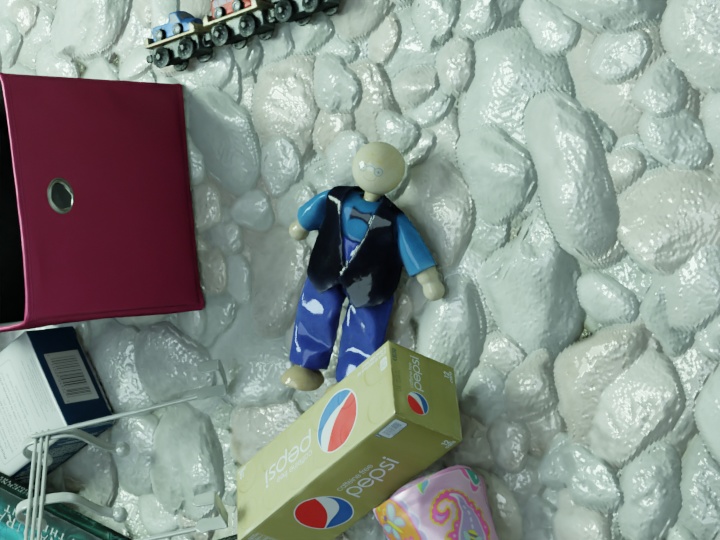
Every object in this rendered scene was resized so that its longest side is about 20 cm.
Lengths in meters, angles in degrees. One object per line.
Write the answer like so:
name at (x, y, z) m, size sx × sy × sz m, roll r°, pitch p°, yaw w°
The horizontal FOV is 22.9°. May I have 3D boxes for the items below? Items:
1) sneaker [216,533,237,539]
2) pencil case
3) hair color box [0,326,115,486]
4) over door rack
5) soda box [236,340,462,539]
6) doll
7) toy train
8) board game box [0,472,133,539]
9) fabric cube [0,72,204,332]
sneaker at (-0.156, 0.303, 1.446) m, size 0.200 × 0.076 × 0.115 m, roll -28°, pitch 78°, yaw 16°
pencil case at (0.082, 0.241, 1.277) m, size 0.087 × 0.087 × 0.200 m, roll -33°, pitch 74°, yaw 34°
hair color box at (-0.315, 0.140, 1.587) m, size 0.200 × 0.061 × 0.100 m, roll -36°, pitch 72°, yaw 33°
over door rack at (-0.186, 0.176, 1.439) m, size 0.200 × 0.067 × 0.148 m, roll -22°, pitch 44°, yaw 18°
soda box at (-0.013, 0.139, 1.330) m, size 0.200 × 0.064 × 0.068 m, roll -42°, pitch 38°, yaw 36°
doll at (0.000, 0.000, 1.344) m, size 0.136 × 0.048 × 0.200 m, roll 19°, pitch 106°, yaw 24°
toy train at (-0.099, -0.202, 1.416) m, size 0.200 × 0.034 × 0.046 m, roll -14°, pitch 81°, yaw 37°
board game box at (-0.277, 0.265, 1.544) m, size 0.200 × 0.028 × 0.135 m, roll 25°, pitch 109°, yaw 11°
fabric cube at (-0.271, -0.048, 1.456) m, size 0.200 × 0.199 × 0.196 m, roll -7°, pitch 87°, yaw 38°
